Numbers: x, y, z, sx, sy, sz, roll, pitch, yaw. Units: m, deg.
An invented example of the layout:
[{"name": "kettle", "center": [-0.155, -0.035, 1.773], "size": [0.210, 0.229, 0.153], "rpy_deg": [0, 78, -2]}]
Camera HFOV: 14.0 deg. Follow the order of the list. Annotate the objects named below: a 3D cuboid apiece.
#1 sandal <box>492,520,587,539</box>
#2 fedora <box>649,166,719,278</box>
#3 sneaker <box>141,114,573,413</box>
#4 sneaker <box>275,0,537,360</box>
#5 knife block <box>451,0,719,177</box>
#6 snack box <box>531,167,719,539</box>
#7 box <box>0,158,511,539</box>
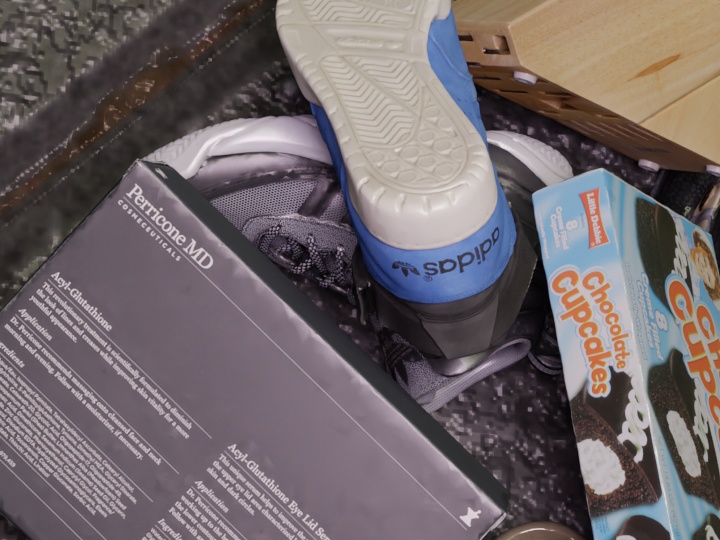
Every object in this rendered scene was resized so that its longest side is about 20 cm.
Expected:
[{"name": "sandal", "center": [0.039, 0.179, 1.194], "size": [0.080, 0.054, 0.200], "rpy_deg": [39, 67, 1]}, {"name": "fedora", "center": [0.222, -0.011, 1.285], "size": [0.199, 0.092, 0.202], "rpy_deg": [5, 71, -13]}, {"name": "sneaker", "center": [0.000, 0.000, 1.233], "size": [0.199, 0.076, 0.115], "rpy_deg": [1, 69, -17]}, {"name": "sneaker", "center": [0.019, -0.047, 1.184], "size": [0.076, 0.112, 0.200], "rpy_deg": [-16, 42, -3]}, {"name": "knife block", "center": [0.138, -0.139, 1.272], "size": [0.199, 0.064, 0.177], "rpy_deg": [22, 81, -35]}, {"name": "snack box", "center": [0.125, 0.069, 1.186], "size": [0.037, 0.116, 0.201], "rpy_deg": [-18, 69, 24]}, {"name": "box", "center": [-0.058, 0.074, 1.166], "size": [0.200, 0.079, 0.141], "rpy_deg": [44, 97, 2]}]
